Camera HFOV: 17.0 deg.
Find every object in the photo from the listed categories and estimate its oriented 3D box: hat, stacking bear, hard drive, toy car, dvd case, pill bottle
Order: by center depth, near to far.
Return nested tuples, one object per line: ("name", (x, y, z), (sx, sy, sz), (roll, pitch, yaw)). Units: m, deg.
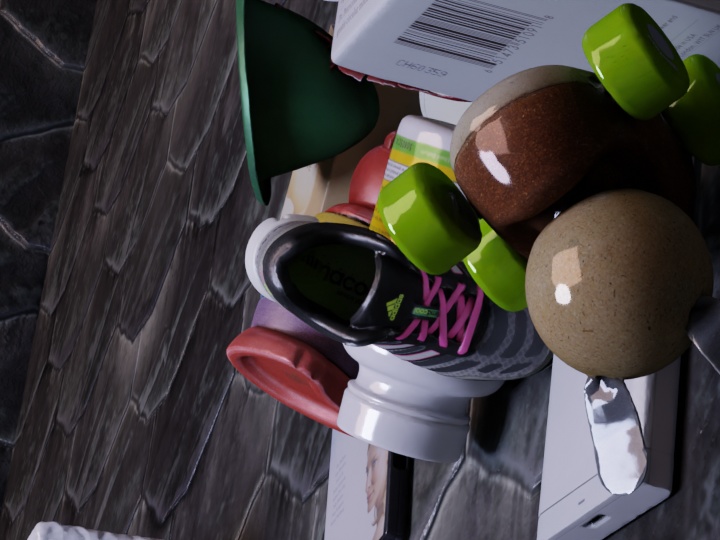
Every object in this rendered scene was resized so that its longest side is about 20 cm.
("toy car", (0.132, 0.004, 1.188), (0.164, 0.158, 0.201), (-37, 59, 20))
("hard drive", (0.139, 0.044, 1.317), (0.132, 0.027, 0.201), (132, 150, -60))
("pill bottle", (0.051, 0.012, 1.506), (0.111, 0.110, 0.201), (-143, 69, -74))
("stacking bear", (0.000, 0.000, 1.694), (0.113, 0.121, 0.201), (15, 69, 45))
("hat", (0.005, -0.132, 1.723), (0.166, 0.175, 0.201), (82, -176, -47))
("dvd case", (0.005, 0.137, 1.739), (0.143, 0.017, 0.201), (122, 158, -51))

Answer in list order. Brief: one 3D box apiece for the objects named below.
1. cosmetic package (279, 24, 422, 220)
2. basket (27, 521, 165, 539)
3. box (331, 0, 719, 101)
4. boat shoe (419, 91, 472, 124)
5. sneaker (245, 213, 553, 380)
("cosmetic package", (-0.005, -0.075, 1.837), (0.105, 0.071, 0.201), (-121, 42, -63))
("basket", (-0.206, 0.327, 1.993), (0.200, 0.197, 0.162), (129, 149, -57))
("box", (0.110, -0.178, 1.301), (0.199, 0.199, 0.132), (142, 138, -67))
("boat shoe", (0.097, -0.149, 1.634), (0.062, 0.073, 0.200), (-36, -16, -31))
("sneaker", (0.026, 0.020, 1.407), (0.087, 0.199, 0.074), (-80, 9, -84))
